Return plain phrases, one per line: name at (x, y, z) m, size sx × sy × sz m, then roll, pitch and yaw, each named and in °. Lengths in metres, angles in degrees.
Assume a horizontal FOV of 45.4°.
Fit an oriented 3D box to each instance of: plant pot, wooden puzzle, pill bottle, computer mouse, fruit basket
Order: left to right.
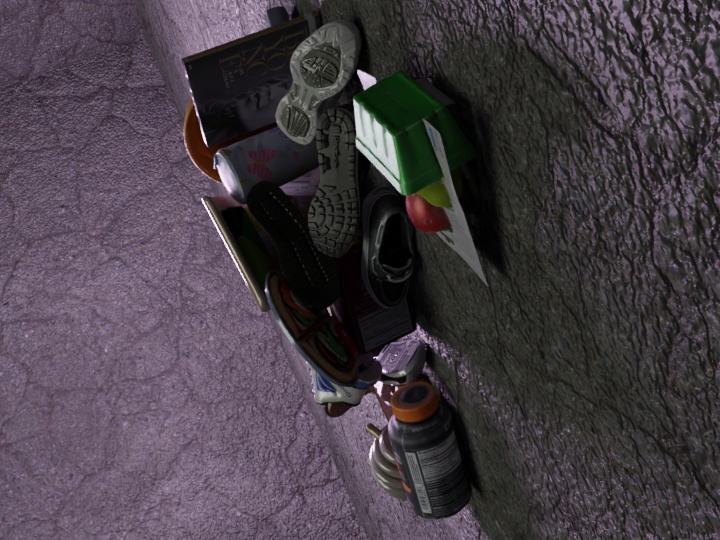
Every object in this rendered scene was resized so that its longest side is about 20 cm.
plant pot at (-0.214, -0.283, 1.550) m, size 0.184 × 0.196 × 0.203 m, roll -102°, pitch -2°, yaw -56°
wooden puzzle at (-0.144, -0.036, 1.303) m, size 0.187 × 0.037 × 0.200 m, roll 61°, pitch -162°, yaw 6°
computer mouse at (0.051, 0.152, 1.372) m, size 0.044 × 0.110 × 0.199 m, roll 42°, pitch 159°, yaw -18°
pill bottle at (0.103, 0.272, 1.325) m, size 0.106 × 0.105 × 0.203 m, roll -138°, pitch 29°, yaw -62°
fruit basket at (0.072, -0.103, 0.907) m, size 0.201 × 0.093 × 0.186 m, roll 58°, pitch 177°, yaw -39°

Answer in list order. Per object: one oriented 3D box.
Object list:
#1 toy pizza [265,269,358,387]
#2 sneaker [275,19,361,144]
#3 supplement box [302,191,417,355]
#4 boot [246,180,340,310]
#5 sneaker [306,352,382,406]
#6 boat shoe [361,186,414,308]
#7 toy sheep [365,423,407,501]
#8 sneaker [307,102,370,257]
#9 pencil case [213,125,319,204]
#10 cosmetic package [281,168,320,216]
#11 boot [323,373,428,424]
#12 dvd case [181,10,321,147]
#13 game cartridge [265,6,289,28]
toy pizza at (-0.060, 0.075, 1.215) m, size 0.201 × 0.032 × 0.201 m, roll 49°, pitch -167°, yaw -16°
sneaker at (-0.047, -0.258, 1.110) m, size 0.077 × 0.100 × 0.200 m, roll 35°, pitch 143°, yaw -5°
supplement box at (0.000, 0.000, 1.293) m, size 0.131 × 0.102 × 0.203 m, roll 47°, pitch 155°, yaw 55°
boot at (-0.081, -0.026, 1.245) m, size 0.202 × 0.077 × 0.138 m, roll 61°, pitch 180°, yaw 16°
sneaker at (-0.061, 0.149, 1.374) m, size 0.199 × 0.080 × 0.116 m, roll 40°, pitch 128°, yaw 25°
boat shoe at (0.044, -0.016, 1.174) m, size 0.068 × 0.071 × 0.203 m, roll -124°, pitch 24°, yaw -45°
toy sheep at (0.074, 0.322, 1.476) m, size 0.138 × 0.136 × 0.203 m, roll -126°, pitch 22°, yaw -45°
sneaker at (-0.014, -0.118, 1.134) m, size 0.075 × 0.087 × 0.204 m, roll 18°, pitch 116°, yaw 21°
pencil case at (-0.117, -0.177, 1.276) m, size 0.092 × 0.198 × 0.083 m, roll 59°, pitch 161°, yaw 0°
cosmetic package at (-0.076, -0.082, 1.428) m, size 0.104 × 0.085 × 0.202 m, roll -75°, pitch -18°, yaw -44°
boot at (0.025, 0.218, 1.449) m, size 0.064 × 0.188 × 0.200 m, roll 26°, pitch -168°, yaw -32°
dvd case at (-0.139, -0.264, 1.201) m, size 0.016 × 0.197 × 0.150 m, roll 57°, pitch 164°, yaw 37°
game cartridge at (-0.112, -0.308, 1.340) m, size 0.201 × 0.041 × 0.136 m, roll 91°, pitch 166°, yaw -69°
